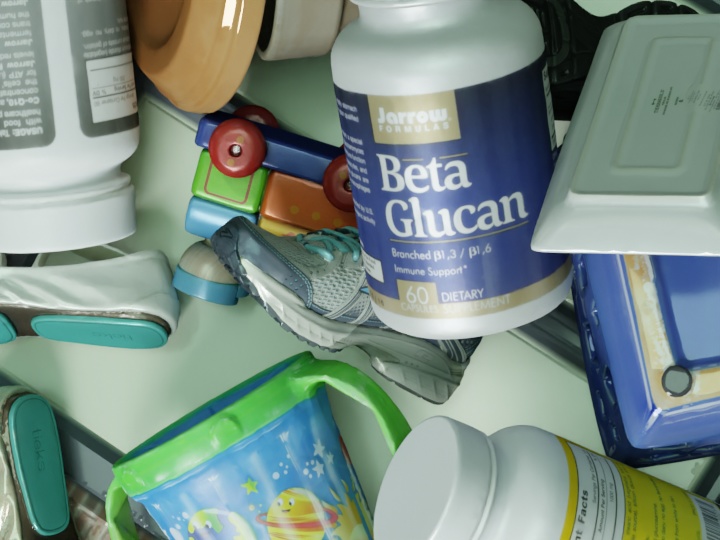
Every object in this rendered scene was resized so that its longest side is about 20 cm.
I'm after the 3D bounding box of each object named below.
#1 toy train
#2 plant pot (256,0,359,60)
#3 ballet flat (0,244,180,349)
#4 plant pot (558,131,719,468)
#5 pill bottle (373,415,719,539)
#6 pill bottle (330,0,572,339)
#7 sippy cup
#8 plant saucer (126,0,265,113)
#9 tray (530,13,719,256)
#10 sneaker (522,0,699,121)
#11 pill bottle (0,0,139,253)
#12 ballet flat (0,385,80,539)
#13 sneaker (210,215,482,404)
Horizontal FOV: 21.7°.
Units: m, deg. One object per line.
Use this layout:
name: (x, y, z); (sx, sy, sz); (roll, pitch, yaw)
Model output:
toy train: (-0.011, -0.018, 1.121); (0.198, 0.085, 0.117); (17, 103, 1)
plant pot: (0.022, -0.228, 1.088); (0.171, 0.200, 0.203); (-5, 84, -9)
ballet flat: (-0.207, 0.012, 1.150); (0.197, 0.069, 0.070); (1, 84, 3)
plant pot: (0.213, -0.004, 1.034); (0.198, 0.180, 0.202); (-12, 83, 6)
pill bottle: (0.112, 0.153, 1.025); (0.199, 0.112, 0.113); (24, 87, -22)
pill bottle: (0.044, -0.077, 0.962); (0.110, 0.111, 0.202); (-8, 111, 6)
sippy cup: (-0.055, 0.135, 1.085); (0.139, 0.177, 0.131); (-32, 92, -31)
plant saucer: (-0.104, -0.192, 1.088); (0.037, 0.200, 0.203); (-2, 83, -25)
tray: (0.155, -0.078, 0.946); (0.106, 0.022, 0.201); (2, 40, 20)
sneaker: (0.106, -0.120, 1.072); (0.198, 0.091, 0.077); (13, 68, -24)
pill bottle: (-0.191, -0.118, 1.108); (0.112, 0.114, 0.202); (-3, 101, 7)
ballet flat: (-0.202, 0.171, 1.137); (0.062, 0.067, 0.202); (-17, 78, 33)
sneaker: (0.000, 0.000, 1.064); (0.087, 0.199, 0.078); (-55, 43, 9)
